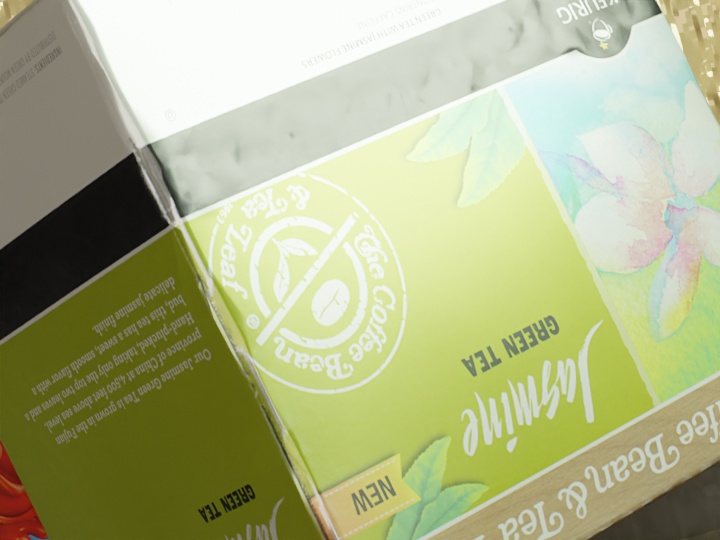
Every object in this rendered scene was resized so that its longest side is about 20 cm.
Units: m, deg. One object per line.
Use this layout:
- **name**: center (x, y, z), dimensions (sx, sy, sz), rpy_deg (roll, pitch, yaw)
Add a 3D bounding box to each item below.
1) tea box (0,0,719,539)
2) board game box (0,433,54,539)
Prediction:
- **tea box**: center (0.000, 0.000, 0.844), dimensions (0.199, 0.133, 0.198), rpy_deg (-26, 88, -38)
- **board game box**: center (-0.044, 0.063, 0.912), dimensions (0.199, 0.056, 0.197), rpy_deg (-13, 80, -35)
